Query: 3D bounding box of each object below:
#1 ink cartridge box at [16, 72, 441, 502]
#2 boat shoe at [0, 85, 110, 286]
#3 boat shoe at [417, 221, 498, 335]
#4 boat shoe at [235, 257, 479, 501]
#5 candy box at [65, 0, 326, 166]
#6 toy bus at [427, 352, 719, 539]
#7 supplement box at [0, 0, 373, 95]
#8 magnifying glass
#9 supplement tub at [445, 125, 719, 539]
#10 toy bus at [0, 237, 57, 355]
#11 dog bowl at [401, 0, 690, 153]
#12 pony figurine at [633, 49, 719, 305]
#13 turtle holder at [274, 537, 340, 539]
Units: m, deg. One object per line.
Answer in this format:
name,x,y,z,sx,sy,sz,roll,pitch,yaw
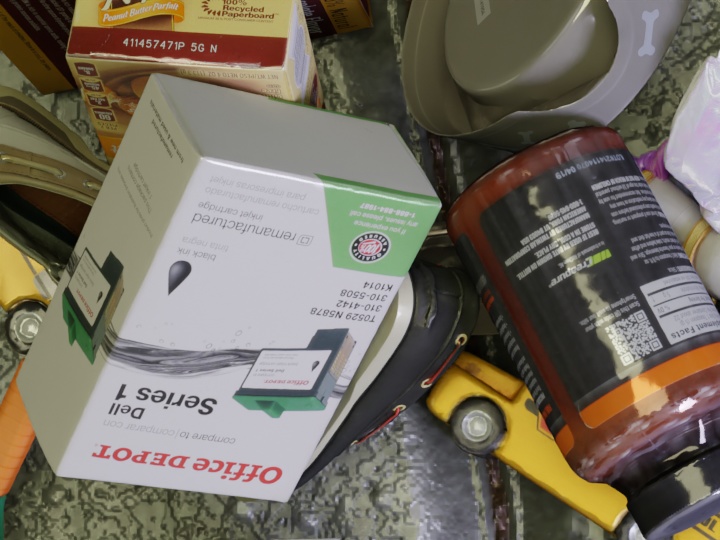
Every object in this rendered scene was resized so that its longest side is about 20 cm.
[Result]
ink cartridge box,-0.070,0.014,1.285,0.201,0.145,0.084,-64,35,26
boat shoe,-0.138,-0.015,1.342,0.199,0.069,0.075,31,126,-14
boat shoe,0.000,0.000,1.408,0.199,0.067,0.057,3,62,13
boat shoe,-0.008,0.065,1.365,0.201,0.063,0.074,-49,46,38
candy box,-0.081,-0.085,1.355,0.115,0.200,0.056,5,65,8
toy bus,0.136,0.102,1.367,0.199,0.065,0.079,33,89,10
supplement box,-0.113,-0.204,1.370,0.199,0.197,0.134,-11,75,7
magnifying glass,-0.218,0.139,1.410,0.079,0.022,0.201,31,107,12
supplement tub,0.130,0.034,1.287,0.107,0.107,0.201,-27,75,4
toy bus,-0.180,-0.011,1.430,0.078,0.065,0.201,-33,81,3
dog bowl,0.105,-0.151,1.353,0.058,0.200,0.201,26,88,-28
pony figurine,0.218,-0.033,1.339,0.200,0.166,0.193,47,118,24
turtle holder,-0.040,0.208,1.332,0.140,0.185,0.133,0,82,-16
